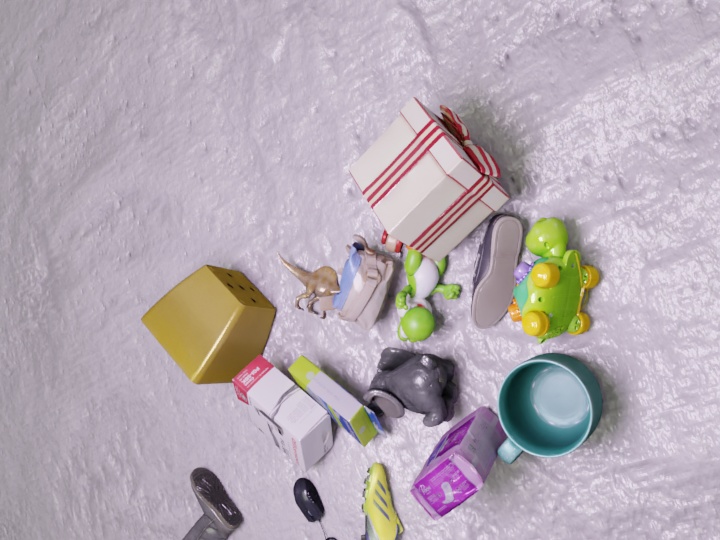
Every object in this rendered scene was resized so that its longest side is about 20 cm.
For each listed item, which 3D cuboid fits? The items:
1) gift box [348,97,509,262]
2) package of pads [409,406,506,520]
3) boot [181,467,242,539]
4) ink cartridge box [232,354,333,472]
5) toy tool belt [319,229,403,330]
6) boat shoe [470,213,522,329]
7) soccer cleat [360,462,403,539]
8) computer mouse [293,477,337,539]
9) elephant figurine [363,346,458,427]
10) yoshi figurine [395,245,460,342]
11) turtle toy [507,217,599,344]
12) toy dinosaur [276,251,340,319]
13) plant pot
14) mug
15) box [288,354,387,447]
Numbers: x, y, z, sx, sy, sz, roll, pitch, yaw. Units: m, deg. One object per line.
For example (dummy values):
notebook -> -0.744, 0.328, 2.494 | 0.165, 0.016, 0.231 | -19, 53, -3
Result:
gift box -> 0.122, -0.151, 1.110 | 0.187, 0.199, 0.186 | -44, 57, 19
package of pads -> 0.168, 0.315, 1.132 | 0.076, 0.200, 0.121 | 47, 115, 7
boot -> -0.372, 0.584, 1.569 | 0.182, 0.072, 0.201 | 49, 122, 23
ink cartridge box -> -0.156, 0.288, 1.365 | 0.199, 0.083, 0.148 | 34, 148, 27
toy tool belt -> 0.000, 0.000, 1.261 | 0.121, 0.125, 0.203 | 20, 103, 7
boat shoe -> 0.230, 0.000, 1.177 | 0.063, 0.071, 0.204 | -128, 46, -68
soccer cleat -> 0.042, 0.473, 1.311 | 0.082, 0.065, 0.204 | 2, 89, 2
computer mouse -> -0.091, 0.528, 1.402 | 0.058, 0.034, 0.202 | -34, 75, 27
elephant figurine -> 0.066, 0.215, 1.226 | 0.197, 0.141, 0.158 | -3, 96, 28
yoshi figurine -> 0.113, 0.041, 1.213 | 0.111, 0.112, 0.204 | 16, 103, 24
turtle toy -> 0.300, 0.017, 1.086 | 0.100, 0.144, 0.204 | 18, 101, 52
toy dinosaur -> -0.092, 0.036, 1.381 | 0.197, 0.058, 0.103 | 21, 88, 22
plant pot -> -0.300, 0.103, 1.433 | 0.200, 0.199, 0.177 | 42, 101, 23
mug -> 0.297, 0.216, 1.097 | 0.183, 0.114, 0.155 | -22, 81, 31
box -> -0.044, 0.255, 1.299 | 0.199, 0.123, 0.048 | 34, 70, 34
